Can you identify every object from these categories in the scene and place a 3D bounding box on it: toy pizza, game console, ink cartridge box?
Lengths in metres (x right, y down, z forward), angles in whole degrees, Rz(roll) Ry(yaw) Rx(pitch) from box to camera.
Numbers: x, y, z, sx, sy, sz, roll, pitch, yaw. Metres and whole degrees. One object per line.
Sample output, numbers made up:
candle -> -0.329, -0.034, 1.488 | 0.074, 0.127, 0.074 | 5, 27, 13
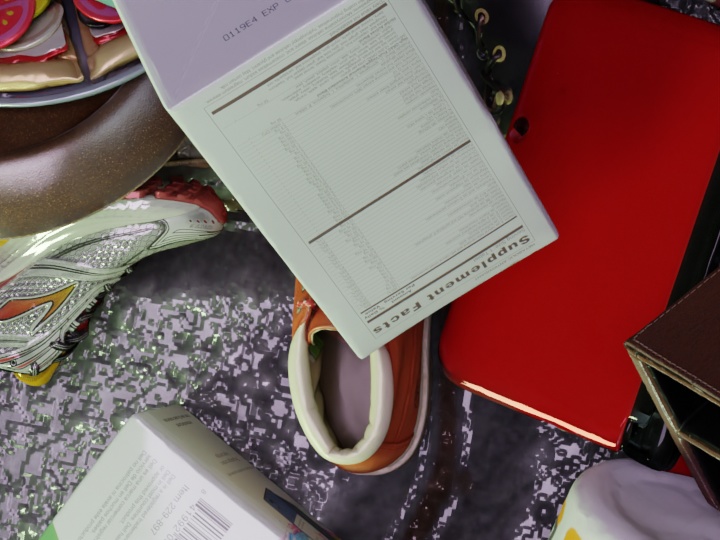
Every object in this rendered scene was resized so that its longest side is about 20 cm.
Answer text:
toy pizza -> -0.153, -0.164, 1.197 | 0.199, 0.032, 0.201 | -5, 54, 7
game console -> 0.159, -0.013, 1.157 | 0.172, 0.119, 0.201 | 13, 99, -33
ink cartridge box -> -0.067, 0.184, 1.206 | 0.200, 0.087, 0.146 | 38, 96, 9

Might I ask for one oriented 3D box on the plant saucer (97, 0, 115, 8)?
plant saucer -> -0.118, -0.161, 1.141 | 0.199, 0.019, 0.070 | 24, 95, 20

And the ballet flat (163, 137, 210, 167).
ballet flat -> -0.131, -0.081, 1.228 | 0.199, 0.065, 0.071 | -5, 91, 9

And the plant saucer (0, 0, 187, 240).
plant saucer -> -0.171, -0.104, 1.197 | 0.199, 0.032, 0.201 | -5, 54, 7

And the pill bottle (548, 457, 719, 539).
pill bottle -> 0.119, 0.199, 1.143 | 0.116, 0.116, 0.201 | 23, 113, 8

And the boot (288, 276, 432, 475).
boot -> 0.000, 0.000, 1.187 | 0.075, 0.107, 0.201 | -3, 87, 12

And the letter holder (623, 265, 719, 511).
letter holder -> 0.244, 0.029, 1.060 | 0.200, 0.142, 0.101 | -38, 120, -13

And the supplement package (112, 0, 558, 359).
supplement package -> -0.012, -0.074, 1.064 | 0.113, 0.200, 0.110 | -31, 50, 4

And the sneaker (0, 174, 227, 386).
sneaker -> -0.154, 0.009, 1.234 | 0.199, 0.078, 0.083 | -23, 93, 16

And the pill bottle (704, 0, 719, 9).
pill bottle -> 0.187, -0.171, 1.115 | 0.199, 0.114, 0.115 | 26, 94, -6

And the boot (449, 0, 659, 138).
boot -> 0.059, -0.124, 1.197 | 0.199, 0.073, 0.152 | -7, 89, 4
